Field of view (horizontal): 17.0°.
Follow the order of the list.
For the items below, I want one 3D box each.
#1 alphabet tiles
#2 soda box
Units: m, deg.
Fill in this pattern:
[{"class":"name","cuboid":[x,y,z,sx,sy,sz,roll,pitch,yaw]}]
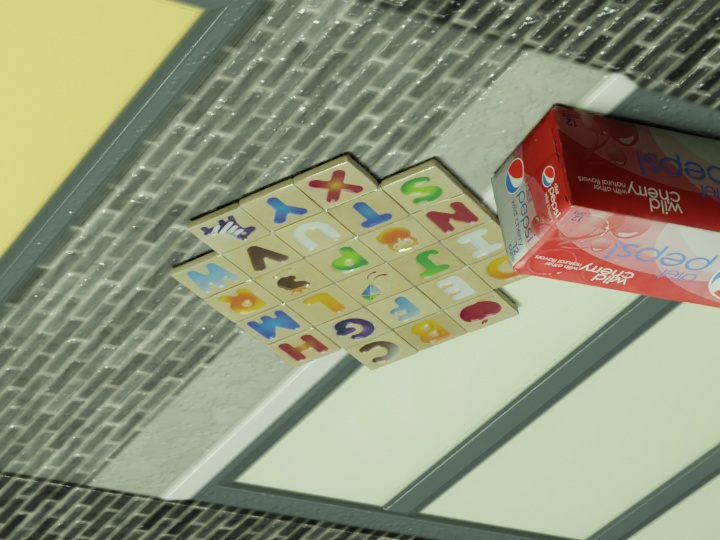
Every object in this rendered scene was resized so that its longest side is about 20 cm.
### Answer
[{"class":"alphabet tiles","cuboid":[0.000,0.000,1.323,0.166,0.006,0.200,-22,146,21]},{"class":"soda box","cuboid":[0.173,-0.027,1.263,0.200,0.064,0.070,9,145,-26]}]
